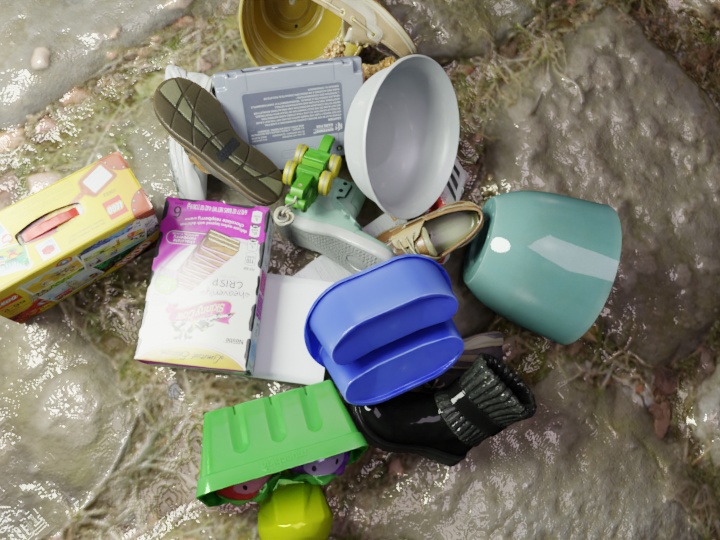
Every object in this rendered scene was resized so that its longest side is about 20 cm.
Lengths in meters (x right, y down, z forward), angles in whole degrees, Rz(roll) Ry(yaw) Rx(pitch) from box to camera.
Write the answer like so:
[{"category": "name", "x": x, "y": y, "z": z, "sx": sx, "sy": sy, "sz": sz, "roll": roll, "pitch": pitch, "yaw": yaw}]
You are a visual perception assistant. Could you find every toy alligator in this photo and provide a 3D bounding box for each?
[{"category": "toy alligator", "x": -0.069, "y": -0.102, "z": 0.713, "sx": 0.058, "sy": 0.055, "sz": 0.202, "roll": 16, "pitch": 45, "yaw": 4}]

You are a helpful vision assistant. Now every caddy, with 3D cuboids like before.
[{"category": "caddy", "x": 0.030, "y": 0.066, "z": 0.683, "sx": 0.196, "sy": 0.105, "sz": 0.144, "roll": -21, "pitch": 127, "yaw": -9}]

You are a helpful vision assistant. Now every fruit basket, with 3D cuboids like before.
[{"category": "fruit basket", "x": -0.087, "y": 0.260, "z": 0.677, "sx": 0.210, "sy": 0.156, "sz": 0.221, "roll": 3, "pitch": 63, "yaw": -6}]

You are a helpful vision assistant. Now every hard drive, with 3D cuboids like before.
[{"category": "hard drive", "x": -0.136, "y": 0.069, "z": 0.735, "sx": 0.195, "sy": 0.026, "sz": 0.135, "roll": 8, "pitch": 77, "yaw": 0}]

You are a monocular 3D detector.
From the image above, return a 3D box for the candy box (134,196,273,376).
[{"category": "candy box", "x": -0.187, "y": 0.019, "z": 0.701, "sx": 0.133, "sy": 0.061, "sz": 0.205, "roll": 5, "pitch": 75, "yaw": -1}]

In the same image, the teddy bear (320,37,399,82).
[{"category": "teddy bear", "x": -0.019, "y": -0.252, "z": 0.823, "sx": 0.195, "sy": 0.067, "sz": 0.148, "roll": 8, "pitch": 111, "yaw": -19}]

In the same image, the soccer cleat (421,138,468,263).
[{"category": "soccer cleat", "x": 0.127, "y": -0.112, "z": 0.849, "sx": 0.083, "sy": 0.068, "sz": 0.205, "roll": -1, "pitch": 78, "yaw": -21}]

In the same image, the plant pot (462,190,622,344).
[{"category": "plant pot", "x": 0.238, "y": -0.019, "z": 0.796, "sx": 0.157, "sy": 0.201, "sz": 0.205, "roll": 18, "pitch": 74, "yaw": -3}]

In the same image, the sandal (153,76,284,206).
[{"category": "sandal", "x": -0.180, "y": -0.153, "z": 0.711, "sx": 0.199, "sy": 0.054, "sz": 0.082, "roll": 41, "pitch": 54, "yaw": -9}]

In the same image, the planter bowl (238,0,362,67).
[{"category": "planter bowl", "x": -0.087, "y": -0.374, "z": 0.812, "sx": 0.196, "sy": 0.204, "sz": 0.084, "roll": -17, "pitch": 44, "yaw": -18}]

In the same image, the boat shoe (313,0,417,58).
[{"category": "boat shoe", "x": -0.004, "y": -0.346, "z": 0.778, "sx": 0.198, "sy": 0.074, "sz": 0.069, "roll": 30, "pitch": 112, "yaw": -34}]

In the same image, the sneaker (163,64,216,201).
[{"category": "sneaker", "x": -0.211, "y": -0.182, "z": 0.766, "sx": 0.097, "sy": 0.078, "sz": 0.205, "roll": -4, "pitch": 80, "yaw": -19}]

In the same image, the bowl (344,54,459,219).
[{"category": "bowl", "x": 0.042, "y": -0.177, "z": 0.756, "sx": 0.199, "sy": 0.089, "sz": 0.206, "roll": -19, "pitch": 117, "yaw": -42}]

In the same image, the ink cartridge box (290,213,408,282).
[{"category": "ink cartridge box", "x": 0.000, "y": 0.000, "z": 0.805, "sx": 0.198, "sy": 0.037, "sz": 0.096, "roll": -34, "pitch": 88, "yaw": -20}]

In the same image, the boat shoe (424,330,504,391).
[{"category": "boat shoe", "x": 0.118, "y": 0.135, "z": 0.790, "sx": 0.195, "sy": 0.074, "sz": 0.075, "roll": -9, "pitch": 80, "yaw": -16}]

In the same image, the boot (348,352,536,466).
[{"category": "boot", "x": 0.103, "y": 0.165, "z": 0.716, "sx": 0.208, "sy": 0.158, "sz": 0.081, "roll": 23, "pitch": 38, "yaw": -29}]

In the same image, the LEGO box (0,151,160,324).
[{"category": "LEGO box", "x": -0.340, "y": -0.033, "z": 0.659, "sx": 0.198, "sy": 0.149, "sz": 0.078, "roll": -34, "pitch": 88, "yaw": -19}]

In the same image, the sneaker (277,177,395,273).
[{"category": "sneaker", "x": -0.011, "y": -0.070, "z": 0.755, "sx": 0.198, "sy": 0.074, "sz": 0.119, "roll": 25, "pitch": 62, "yaw": 34}]

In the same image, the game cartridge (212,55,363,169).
[{"category": "game cartridge", "x": -0.090, "y": -0.207, "z": 0.765, "sx": 0.195, "sy": 0.041, "sz": 0.136, "roll": -11, "pitch": 118, "yaw": -13}]

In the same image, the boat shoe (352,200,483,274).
[{"category": "boat shoe", "x": 0.078, "y": -0.037, "z": 0.761, "sx": 0.197, "sy": 0.074, "sz": 0.077, "roll": -31, "pitch": 91, "yaw": -3}]
